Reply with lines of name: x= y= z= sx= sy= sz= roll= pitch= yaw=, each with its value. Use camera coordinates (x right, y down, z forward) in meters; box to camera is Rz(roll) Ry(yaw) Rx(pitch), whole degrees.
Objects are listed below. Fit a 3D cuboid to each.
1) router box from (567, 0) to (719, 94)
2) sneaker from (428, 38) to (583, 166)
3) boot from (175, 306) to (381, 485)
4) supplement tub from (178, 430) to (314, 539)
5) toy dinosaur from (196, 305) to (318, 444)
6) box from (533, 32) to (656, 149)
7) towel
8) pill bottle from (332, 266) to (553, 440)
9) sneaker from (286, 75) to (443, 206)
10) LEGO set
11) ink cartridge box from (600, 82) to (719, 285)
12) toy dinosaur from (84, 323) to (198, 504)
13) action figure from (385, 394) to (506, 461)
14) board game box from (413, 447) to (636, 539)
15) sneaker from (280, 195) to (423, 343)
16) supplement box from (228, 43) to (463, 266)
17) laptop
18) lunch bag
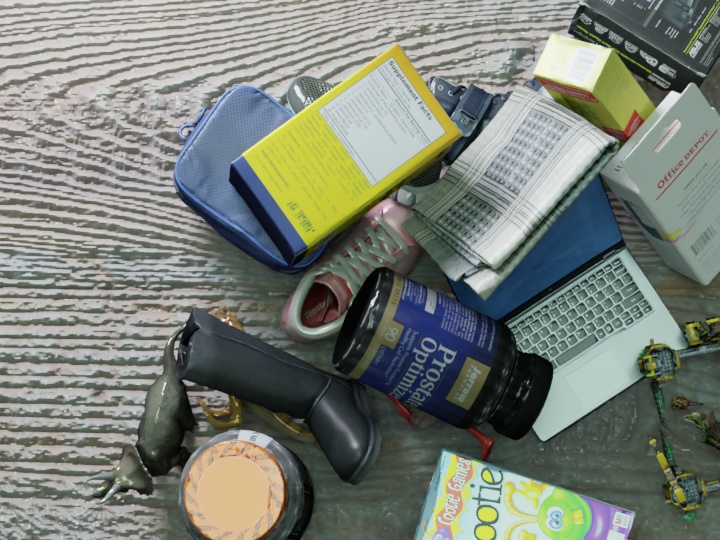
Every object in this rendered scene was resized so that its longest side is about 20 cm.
router box: x=0.328 y=-0.290 z=1.722 sx=0.149 sy=0.062 sz=0.201 roll=33 pitch=66 yaw=7
sneaker: x=0.150 y=-0.188 z=1.736 sx=0.146 sy=0.077 sz=0.203 roll=34 pitch=85 yaw=5
boot: x=-0.084 y=0.123 z=1.626 sx=0.199 sy=0.165 sz=0.066 roll=28 pitch=104 yaw=-19
supplement tub: x=-0.111 y=0.221 z=1.620 sx=0.121 sy=0.200 sz=0.124 roll=0 pitch=80 yaw=3
toy dinosaur: x=-0.109 y=0.128 z=1.707 sx=0.106 sy=0.060 sz=0.201 roll=-34 pitch=81 yaw=-4
box: x=0.246 y=-0.165 z=1.660 sx=0.075 sy=0.200 sz=0.051 roll=22 pitch=81 yaw=32
towel: x=0.136 y=-0.082 z=1.610 sx=0.200 sy=0.193 sz=0.034 roll=-49 pitch=123 yaw=2
pill bottle: x=0.082 y=0.085 z=1.612 sx=0.198 sy=0.112 sz=0.113 roll=25 pitch=82 yaw=-9
sneaker: x=0.012 y=-0.156 z=1.718 sx=0.199 sy=0.092 sz=0.078 roll=34 pitch=49 yaw=14
LEGO set: x=0.356 y=0.146 z=1.639 sx=0.152 sy=0.116 sz=0.203 roll=-4 pitch=87 yaw=0
ink cartridge box: x=0.320 y=-0.094 z=1.655 sx=0.117 sy=0.200 sz=0.067 roll=-47 pitch=38 yaw=-6
toy dinosaur: x=-0.199 y=0.155 z=1.686 sx=0.076 sy=0.102 sz=0.202 roll=24 pitch=84 yaw=7
action figure: x=0.062 y=0.119 z=1.699 sx=0.199 sy=0.052 sz=0.065 roll=36 pitch=59 yaw=18
board game box: x=0.160 y=0.259 z=1.647 sx=0.198 sy=0.105 sz=0.104 roll=18 pitch=82 yaw=7
sneaker: x=0.000 y=0.000 z=1.695 sx=0.200 sy=0.105 sz=0.075 roll=-43 pitch=92 yaw=-3
supplement box: x=-0.016 y=-0.109 z=1.596 sx=0.199 sy=0.110 sz=0.109 roll=-36 pitch=89 yaw=-7
laptop: x=0.210 y=0.037 z=1.676 sx=0.186 sy=0.116 sz=0.201 roll=-32 pitch=80 yaw=-2
lunch bag: x=-0.104 y=-0.092 z=1.706 sx=0.199 sy=0.132 sz=0.136 roll=38 pitch=82 yaw=-1
